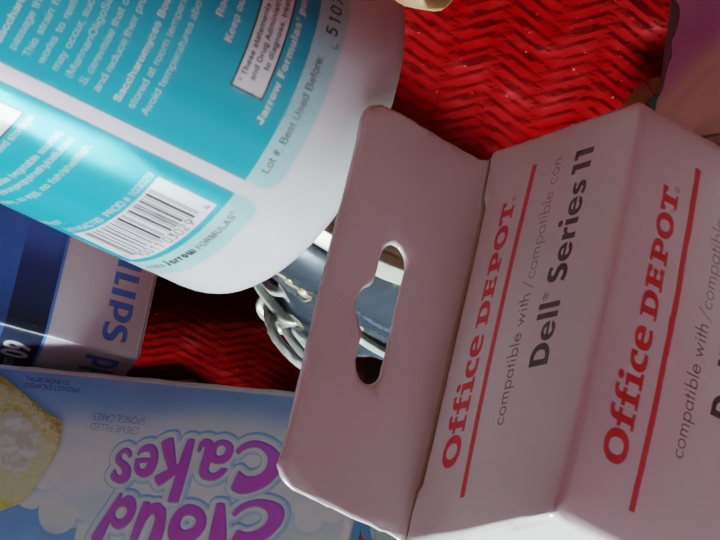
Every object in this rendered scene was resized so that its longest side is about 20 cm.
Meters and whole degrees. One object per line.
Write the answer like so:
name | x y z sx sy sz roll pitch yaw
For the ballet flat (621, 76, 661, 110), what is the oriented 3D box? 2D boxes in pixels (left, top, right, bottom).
ballet flat | 0.115 0.002 0.926 0.069 0.063 0.200 -25 151 -3

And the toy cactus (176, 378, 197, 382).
toy cactus | -0.131 0.086 1.158 0.165 0.102 0.200 -21 133 31

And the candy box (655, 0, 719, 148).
candy box | 0.203 -0.031 0.807 0.167 0.072 0.200 -9 148 36

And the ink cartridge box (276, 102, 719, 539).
ink cartridge box | 0.085 0.036 0.771 0.200 0.117 0.067 25 156 -29

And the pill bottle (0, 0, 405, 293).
pill bottle | -0.095 -0.078 0.773 0.200 0.111 0.111 26 150 -29

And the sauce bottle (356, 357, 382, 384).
sauce bottle | 0.083 0.062 1.051 0.199 0.066 0.066 12 154 -9

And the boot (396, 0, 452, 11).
boot | -0.057 -0.141 0.568 0.155 0.077 0.201 -7 108 17

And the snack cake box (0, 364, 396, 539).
snack cake box | -0.078 0.085 1.004 0.199 0.067 0.115 4 157 20

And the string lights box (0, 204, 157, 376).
string lights box | -0.176 -0.001 1.017 0.200 0.059 0.103 15 154 -11

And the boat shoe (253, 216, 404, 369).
boat shoe | 0.000 0.000 0.936 0.200 0.075 0.062 22 123 -38
